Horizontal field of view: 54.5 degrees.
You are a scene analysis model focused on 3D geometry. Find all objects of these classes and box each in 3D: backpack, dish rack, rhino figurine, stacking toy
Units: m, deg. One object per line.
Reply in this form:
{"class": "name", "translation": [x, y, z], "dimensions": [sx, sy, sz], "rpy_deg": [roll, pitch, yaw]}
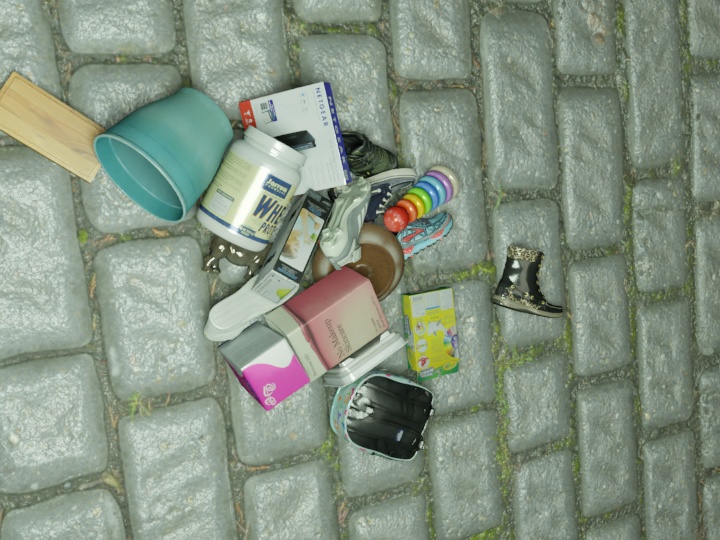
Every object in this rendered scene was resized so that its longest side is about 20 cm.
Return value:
{"class": "backpack", "translation": [0.035, 0.297, 1.487], "dimensions": [0.200, 0.150, 0.178], "rpy_deg": [22, 85, -33]}
{"class": "dish rack", "translation": [0.000, 0.176, 1.442], "dimensions": [0.171, 0.200, 0.044], "rpy_deg": [-33, 93, -18]}
{"class": "rhino figurine", "translation": [-0.214, -0.021, 1.398], "dimensions": [0.200, 0.060, 0.088], "rpy_deg": [14, 92, -26]}
{"class": "stacking toy", "translation": [0.125, -0.145, 1.501], "dimensions": [0.200, 0.085, 0.085], "rpy_deg": [-41, 110, -32]}

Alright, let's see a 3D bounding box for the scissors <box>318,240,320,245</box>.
{"class": "scissors", "translation": [-0.015, -0.026, 1.515], "dimensions": [0.200, 0.014, 0.073], "rpy_deg": [47, 73, -22]}

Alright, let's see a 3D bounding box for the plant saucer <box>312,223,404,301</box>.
{"class": "plant saucer", "translation": [0.000, 0.000, 1.467], "dimensions": [0.200, 0.037, 0.201], "rpy_deg": [-5, 118, -9]}

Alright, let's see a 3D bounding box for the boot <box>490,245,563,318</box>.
{"class": "boot", "translation": [0.416, 0.030, 1.683], "dimensions": [0.200, 0.073, 0.151], "rpy_deg": [13, 89, -19]}

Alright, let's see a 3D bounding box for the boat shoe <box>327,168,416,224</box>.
{"class": "boat shoe", "translation": [0.037, -0.150, 1.481], "dimensions": [0.200, 0.075, 0.093], "rpy_deg": [-16, 77, -14]}

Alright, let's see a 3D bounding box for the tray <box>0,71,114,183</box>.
{"class": "tray", "translation": [-0.546, -0.251, 1.241], "dimensions": [0.200, 0.037, 0.099], "rpy_deg": [33, 81, -24]}

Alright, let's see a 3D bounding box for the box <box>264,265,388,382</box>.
{"class": "box", "translation": [-0.065, 0.103, 1.387], "dimensions": [0.200, 0.109, 0.128], "rpy_deg": [-34, 122, -18]}

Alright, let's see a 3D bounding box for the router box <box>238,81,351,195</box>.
{"class": "router box", "translation": [-0.127, -0.250, 1.369], "dimensions": [0.179, 0.049, 0.200], "rpy_deg": [-10, 100, 16]}

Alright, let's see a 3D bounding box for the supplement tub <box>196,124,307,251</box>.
{"class": "supplement tub", "translation": [-0.199, -0.152, 1.299], "dimensions": [0.145, 0.145, 0.200], "rpy_deg": [26, 97, -24]}

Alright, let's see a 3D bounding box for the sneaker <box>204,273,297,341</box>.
{"class": "sneaker", "translation": [-0.221, 0.070, 1.384], "dimensions": [0.200, 0.116, 0.074], "rpy_deg": [-28, 81, -30]}

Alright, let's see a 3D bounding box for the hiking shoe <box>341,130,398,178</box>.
{"class": "hiking shoe", "translation": [-0.001, -0.240, 1.452], "dimensions": [0.200, 0.101, 0.076], "rpy_deg": [12, 88, -25]}

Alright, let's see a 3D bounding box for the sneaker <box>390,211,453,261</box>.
{"class": "sneaker", "translation": [0.115, -0.088, 1.531], "dimensions": [0.200, 0.079, 0.096], "rpy_deg": [-32, 105, -19]}

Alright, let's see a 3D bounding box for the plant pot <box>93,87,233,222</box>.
{"class": "plant pot", "translation": [-0.336, -0.222, 1.260], "dimensions": [0.200, 0.200, 0.188], "rpy_deg": [48, 61, -20]}

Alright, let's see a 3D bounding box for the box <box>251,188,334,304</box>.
{"class": "box", "translation": [-0.129, -0.046, 1.345], "dimensions": [0.060, 0.117, 0.200], "rpy_deg": [31, 57, -15]}

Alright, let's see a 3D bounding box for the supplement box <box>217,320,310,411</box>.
{"class": "supplement box", "translation": [-0.189, 0.179, 1.348], "dimensions": [0.103, 0.200, 0.101], "rpy_deg": [-34, 107, -18]}

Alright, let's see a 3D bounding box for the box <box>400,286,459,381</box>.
{"class": "box", "translation": [0.161, 0.144, 1.589], "dimensions": [0.117, 0.048, 0.201], "rpy_deg": [-9, 96, -24]}

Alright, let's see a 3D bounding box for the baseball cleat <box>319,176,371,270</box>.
{"class": "baseball cleat", "translation": [-0.022, -0.089, 1.394], "dimensions": [0.200, 0.070, 0.107], "rpy_deg": [-61, 142, -33]}
